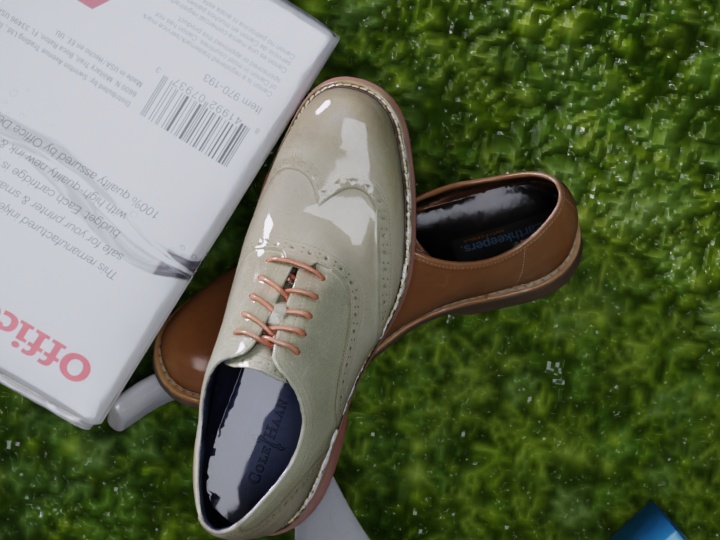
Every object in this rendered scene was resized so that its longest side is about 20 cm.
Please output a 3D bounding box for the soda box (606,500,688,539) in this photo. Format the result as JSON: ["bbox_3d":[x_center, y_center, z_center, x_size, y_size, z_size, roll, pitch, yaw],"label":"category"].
[{"bbox_3d":[0.083,0.198,1.291,0.200,0.064,0.068,-41,99,1],"label":"soda box"}]

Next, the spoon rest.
[{"bbox_3d":[-0.023,0.114,1.265,0.200,0.099,0.061,45,75,4],"label":"spoon rest"}]

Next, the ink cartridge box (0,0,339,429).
[{"bbox_3d":[-0.123,-0.055,1.231,0.145,0.083,0.200,32,95,-8],"label":"ink cartridge box"}]

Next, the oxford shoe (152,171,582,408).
[{"bbox_3d":[0.000,0.000,1.245,0.200,0.071,0.071,-23,70,-4],"label":"oxford shoe"}]

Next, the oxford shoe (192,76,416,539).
[{"bbox_3d":[-0.024,0.019,1.182,0.071,0.074,0.200,13,97,11],"label":"oxford shoe"}]
